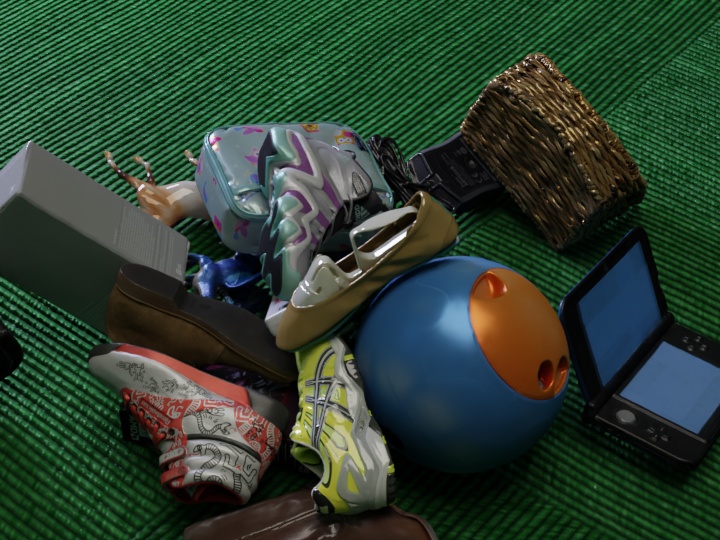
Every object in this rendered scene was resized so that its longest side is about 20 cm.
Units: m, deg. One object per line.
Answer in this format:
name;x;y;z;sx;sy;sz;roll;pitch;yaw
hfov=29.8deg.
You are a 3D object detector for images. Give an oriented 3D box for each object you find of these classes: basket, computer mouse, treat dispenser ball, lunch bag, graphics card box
basket;0.240;-0.152;1.533;0.149;0.143;0.200;-29;74;-30
computer mouse;0.100;-0.109;1.567;0.200;0.053;0.139;-20;66;-40
treat dispenser ball;0.093;0.087;1.254;0.201;0.201;0.201;1;42;-1
lunch bag;-0.066;-0.088;1.456;0.200;0.077;0.160;-4;44;-24
graphics card box;-0.120;0.124;1.316;0.200;0.051;0.126;9;43;9

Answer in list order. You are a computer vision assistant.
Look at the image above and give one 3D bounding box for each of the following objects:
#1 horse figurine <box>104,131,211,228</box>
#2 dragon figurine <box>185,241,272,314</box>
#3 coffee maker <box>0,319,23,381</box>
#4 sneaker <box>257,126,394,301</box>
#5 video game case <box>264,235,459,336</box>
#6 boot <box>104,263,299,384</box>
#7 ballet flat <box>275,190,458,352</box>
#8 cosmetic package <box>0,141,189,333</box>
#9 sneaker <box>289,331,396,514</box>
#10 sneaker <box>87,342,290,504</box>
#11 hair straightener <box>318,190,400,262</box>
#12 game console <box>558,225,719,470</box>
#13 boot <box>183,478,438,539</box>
horse figurine;-0.202;-0.092;1.550;0.200;0.050;0.133;-12;56;-25
dragon figurine;-0.125;0.010;1.434;0.200;0.059;0.099;-25;49;-34
coffee maker;-0.422;0.032;1.327;0.135;0.192;0.200;-42;69;12
sneaker;-0.026;-0.052;1.342;0.140;0.078;0.200;9;56;-19
video game case;0.000;0.000;1.356;0.200;0.023;0.182;-28;7;2
boot;-0.151;0.069;1.299;0.200;0.076;0.074;26;18;1
ballet flat;-0.006;-0.004;1.225;0.200;0.063;0.069;-35;29;3
cosmetic package;-0.281;-0.025;1.344;0.200;0.107;0.090;37;33;-29
sneaker;-0.032;0.129;1.208;0.076;0.075;0.200;-15;47;-11
sneaker;-0.174;0.142;1.222;0.201;0.067;0.108;19;62;9
hair straightener;0.013;-0.037;1.520;0.077;0.041;0.200;34;46;30
game console;0.298;0.071;1.328;0.171;0.118;0.200;26;40;23
boot;-0.042;0.255;1.162;0.200;0.064;0.186;-17;34;-24
